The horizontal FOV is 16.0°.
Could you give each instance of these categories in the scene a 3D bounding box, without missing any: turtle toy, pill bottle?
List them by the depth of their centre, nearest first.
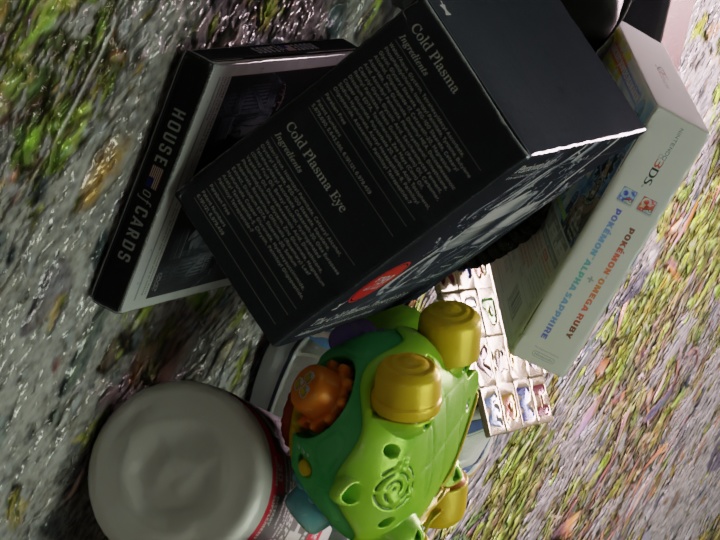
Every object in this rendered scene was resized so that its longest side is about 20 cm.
[{"bbox_3d":[0.013,0.084,1.485,0.200,0.101,0.146,-50,148,-60],"label":"turtle toy"},{"bbox_3d":[-0.081,0.134,1.544,0.111,0.110,0.200,-62,161,-3],"label":"pill bottle"}]

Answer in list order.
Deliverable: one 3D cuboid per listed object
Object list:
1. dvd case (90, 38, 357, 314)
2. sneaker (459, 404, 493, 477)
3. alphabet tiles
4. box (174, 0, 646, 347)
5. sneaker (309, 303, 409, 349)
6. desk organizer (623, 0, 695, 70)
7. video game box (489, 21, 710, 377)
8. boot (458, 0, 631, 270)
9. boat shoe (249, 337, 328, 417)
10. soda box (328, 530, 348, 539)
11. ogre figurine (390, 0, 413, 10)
[{"bbox_3d":[-0.072,-0.057,1.446,0.200,0.025,0.151,-15,130,-65],"label":"dvd case"},{"bbox_3d":[0.086,0.054,1.803,0.088,0.075,0.200,96,10,-49],"label":"sneaker"},{"bbox_3d":[0.093,0.028,1.757,0.200,0.006,0.167,-5,82,-68],"label":"alphabet tiles"},{"bbox_3d":[0.032,-0.060,1.399,0.182,0.104,0.200,-38,171,24],"label":"box"},{"bbox_3d":[0.000,0.000,1.667,0.200,0.072,0.072,-51,156,-72],"label":"sneaker"},{"bbox_3d":[0.206,-0.175,1.956,0.077,0.072,0.200,-49,157,-42],"label":"desk organizer"},{"bbox_3d":[0.147,-0.051,1.636,0.183,0.047,0.200,-63,-169,18],"label":"video game box"},{"bbox_3d":[0.107,-0.111,1.637,0.158,0.079,0.211,-74,-170,-49],"label":"boot"},{"bbox_3d":[-0.032,0.127,1.694,0.075,0.086,0.202,-33,148,-49],"label":"boat shoe"},{"bbox_3d":[-0.016,0.133,1.781,0.063,0.068,0.201,-42,151,-48],"label":"soda box"},{"bbox_3d":[0.049,-0.215,1.451,0.200,0.098,0.120,-111,-150,-66],"label":"ogre figurine"}]
